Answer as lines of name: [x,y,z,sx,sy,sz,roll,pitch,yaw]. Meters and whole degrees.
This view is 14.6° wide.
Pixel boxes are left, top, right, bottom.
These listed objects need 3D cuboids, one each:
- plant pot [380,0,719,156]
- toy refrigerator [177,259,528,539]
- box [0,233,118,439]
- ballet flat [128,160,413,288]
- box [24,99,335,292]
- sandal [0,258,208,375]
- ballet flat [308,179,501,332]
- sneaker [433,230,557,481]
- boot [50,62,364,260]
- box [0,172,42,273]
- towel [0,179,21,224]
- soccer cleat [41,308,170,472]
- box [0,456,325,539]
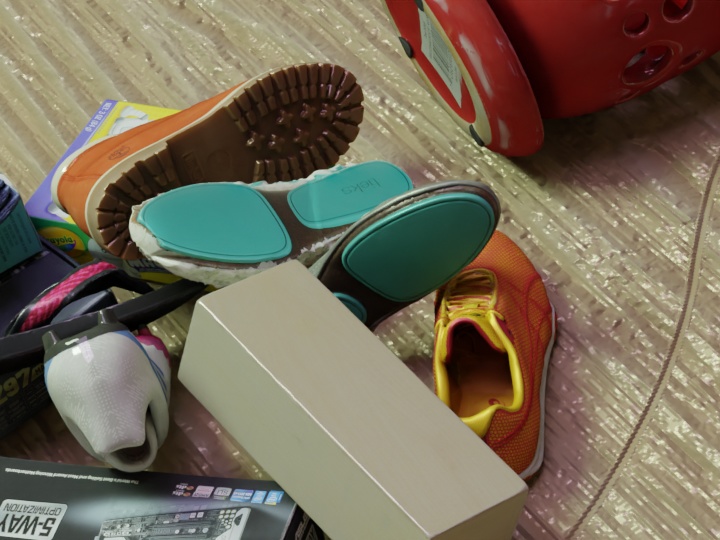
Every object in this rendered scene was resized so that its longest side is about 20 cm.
plant pot: [0.113,-0.187,1.739,0.182,0.201,0.201,-31,42,-7]
toy refrigerator: [-0.007,0.090,1.532,0.076,0.070,0.200,-23,54,-37]
box: [-0.265,0.052,1.735,0.200,0.051,0.158,-37,44,-19]
ballet flat: [-0.052,-0.017,1.675,0.199,0.072,0.072,-10,33,-33]
box: [-0.104,-0.045,1.783,0.199,0.048,0.117,11,50,28]
sandal: [-0.181,0.026,1.652,0.199,0.075,0.045,-18,81,-20]
ballet flat: [0.000,0.000,1.626,0.200,0.067,0.064,-42,28,24]
sneaker: [0.074,0.035,1.604,0.073,0.077,0.200,-15,39,8]
boot: [-0.097,-0.078,1.731,0.200,0.075,0.107,-26,21,-22]
box: [-0.303,0.000,1.730,0.200,0.049,0.082,-30,38,-12]
towel: [-0.301,-0.053,1.715,0.112,0.049,0.200,-35,41,-20]
soccer cleat: [-0.142,0.077,1.606,0.070,0.200,0.087,-21,84,1]
box: [-0.139,0.183,1.544,0.199,0.050,0.158,4,45,23]
